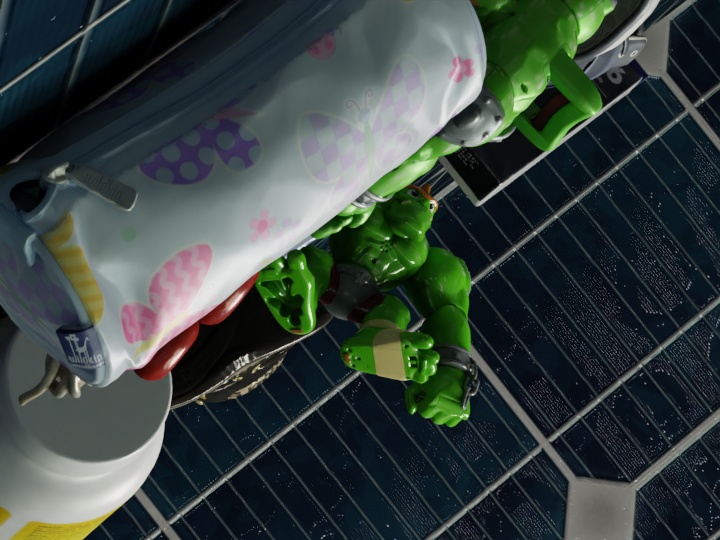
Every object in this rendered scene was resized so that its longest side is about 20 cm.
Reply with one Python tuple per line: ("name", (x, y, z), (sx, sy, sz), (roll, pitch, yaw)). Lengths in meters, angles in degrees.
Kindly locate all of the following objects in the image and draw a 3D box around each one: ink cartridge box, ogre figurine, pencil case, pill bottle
("ink cartridge box", (0.114, -0.131, 1.636), (0.200, 0.099, 0.039), (-38, 177, -38))
("ogre figurine", (0.057, -0.097, 1.226), (0.200, 0.098, 0.120), (-22, 179, -40))
("pencil case", (-0.048, -0.046, 0.883), (0.200, 0.083, 0.091), (-37, 136, -24))
("ogre figurine", (0.000, 0.000, 1.583), (0.120, 0.200, 0.098), (-67, -179, -46))
("pill bottle", (-0.166, 0.085, 1.272), (0.112, 0.113, 0.200), (-37, 178, -30))

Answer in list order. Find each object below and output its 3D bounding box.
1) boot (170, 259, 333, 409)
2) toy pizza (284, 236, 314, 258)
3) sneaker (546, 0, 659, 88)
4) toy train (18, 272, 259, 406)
("boot", (-0.119, 0.059, 1.713), (0.200, 0.073, 0.151), (-25, 173, -16))
("toy pizza", (-0.042, -0.043, 1.737), (0.200, 0.032, 0.200), (-33, 176, -2))
("sneaker", (0.143, -0.164, 1.514), (0.146, 0.077, 0.202), (-22, 177, -40))
("toy train", (-0.085, -0.019, 1.027), (0.116, 0.085, 0.200), (-53, -174, -31))
